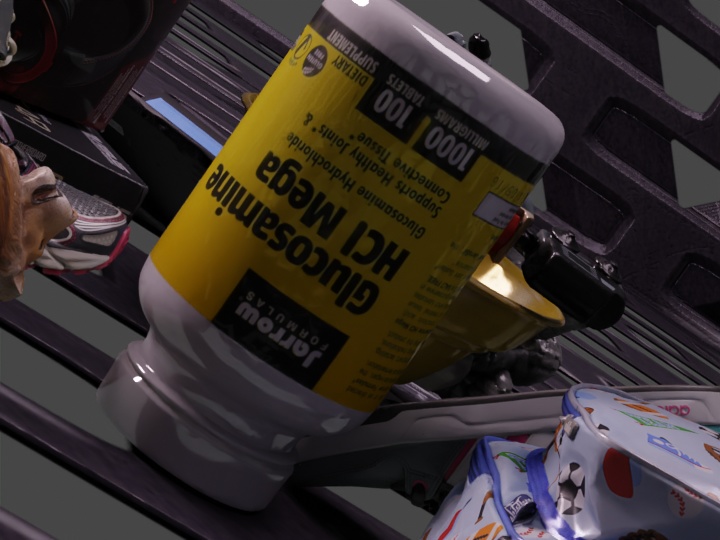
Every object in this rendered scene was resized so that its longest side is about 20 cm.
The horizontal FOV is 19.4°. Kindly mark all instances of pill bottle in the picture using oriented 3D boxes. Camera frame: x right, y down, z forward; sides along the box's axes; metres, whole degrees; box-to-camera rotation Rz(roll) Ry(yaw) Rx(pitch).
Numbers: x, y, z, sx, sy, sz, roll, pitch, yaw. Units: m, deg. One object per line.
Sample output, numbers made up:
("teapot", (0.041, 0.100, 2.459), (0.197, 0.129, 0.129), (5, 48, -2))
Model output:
("pill bottle", (-0.017, -0.007, 0.850), (0.112, 0.200, 0.112), (34, 7, -5))

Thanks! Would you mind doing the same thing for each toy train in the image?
("toy train", (0.048, -0.030, 1.002), (0.200, 0.034, 0.046), (33, 21, -19))

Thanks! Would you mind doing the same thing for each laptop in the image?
("laptop", (-0.106, -0.087, 1.280), (0.177, 0.103, 0.200), (38, -22, 22))

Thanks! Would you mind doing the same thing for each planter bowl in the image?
("planter bowl", (0.000, 0.000, 1.081), (0.200, 0.083, 0.200), (34, 8, -6))

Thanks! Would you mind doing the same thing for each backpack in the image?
("backpack", (0.100, 0.127, 0.769), (0.200, 0.154, 0.191), (33, 0, -10))

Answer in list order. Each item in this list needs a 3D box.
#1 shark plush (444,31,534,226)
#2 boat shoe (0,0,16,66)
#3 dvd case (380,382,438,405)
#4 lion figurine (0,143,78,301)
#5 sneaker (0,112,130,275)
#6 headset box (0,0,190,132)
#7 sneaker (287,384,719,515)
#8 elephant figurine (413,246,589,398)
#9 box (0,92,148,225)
("shark plush", (0.048, -0.094, 1.169), (0.091, 0.083, 0.200), (17, -10, 24))
("boat shoe", (-0.182, -0.100, 0.895), (0.073, 0.200, 0.062), (-16, -55, 42))
("dvd case", (-0.002, 0.068, 1.113), (0.200, 0.025, 0.150), (31, 9, -23))
("lion figurine", (-0.158, -0.014, 0.769), (0.072, 0.123, 0.200), (3, 24, 5))
("sneaker", (-0.188, -0.067, 0.948), (0.200, 0.075, 0.081), (34, 8, -11))
("headset box", (-0.156, -0.164, 1.070), (0.075, 0.149, 0.200), (40, 9, 27))
("sneaker", (0.063, 0.114, 0.914), (0.200, 0.121, 0.084), (-4, -5, 8))
("elephant figurine", (0.054, 0.012, 1.249), (0.142, 0.155, 0.200), (60, 4, 12))
("box", (-0.219, -0.097, 1.115), (0.160, 0.044, 0.200), (28, 10, -39))
